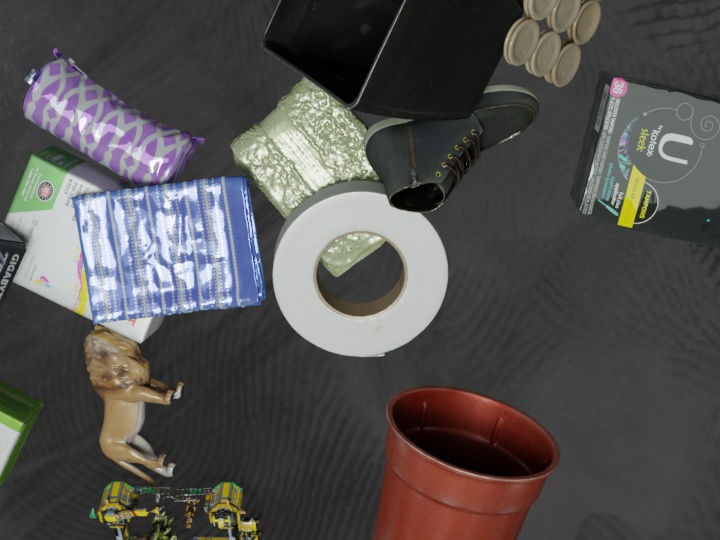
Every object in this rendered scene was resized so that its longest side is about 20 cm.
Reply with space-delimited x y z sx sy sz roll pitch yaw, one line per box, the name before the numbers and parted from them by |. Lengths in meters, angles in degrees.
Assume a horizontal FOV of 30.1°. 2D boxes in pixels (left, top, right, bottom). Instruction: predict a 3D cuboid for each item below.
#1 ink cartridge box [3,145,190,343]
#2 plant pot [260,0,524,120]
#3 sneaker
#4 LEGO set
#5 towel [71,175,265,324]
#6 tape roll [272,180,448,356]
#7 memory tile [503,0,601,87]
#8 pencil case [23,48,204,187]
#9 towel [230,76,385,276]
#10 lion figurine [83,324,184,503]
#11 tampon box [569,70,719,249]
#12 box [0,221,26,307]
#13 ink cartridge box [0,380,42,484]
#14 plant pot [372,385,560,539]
ink cartridge box | -0.298 -0.030 1.516 0.198 0.084 0.146 26 102 -1
plant pot | 0.048 -0.263 1.374 0.176 0.200 0.201 16 106 -39
sneaker | 0.109 -0.125 1.435 0.197 0.107 0.075 -18 140 -1
LEGO set | -0.217 0.330 1.543 0.197 0.117 0.155 6 127 -2
towel | -0.208 -0.021 1.458 0.197 0.024 0.147 -7 101 3
tape roll | 0.000 0.000 1.496 0.199 0.037 0.206 -1 115 -2
memory tile | 0.220 -0.298 1.396 0.017 0.152 0.202 30 102 34
pencil case | -0.280 -0.162 1.495 0.199 0.084 0.086 32 79 -3
towel | -0.037 -0.108 1.503 0.148 0.037 0.200 -40 95 10
lion figurine | -0.273 0.168 1.561 0.121 0.072 0.203 13 106 10
tampon box | 0.339 -0.116 1.422 0.197 0.126 0.152 13 103 2
box | -0.477 0.011 1.505 0.198 0.049 0.202 35 104 38
ink cartridge box | -0.490 0.220 1.587 0.146 0.076 0.202 28 103 -1
plant pot | 0.101 0.263 1.494 0.198 0.201 0.198 15 110 2
